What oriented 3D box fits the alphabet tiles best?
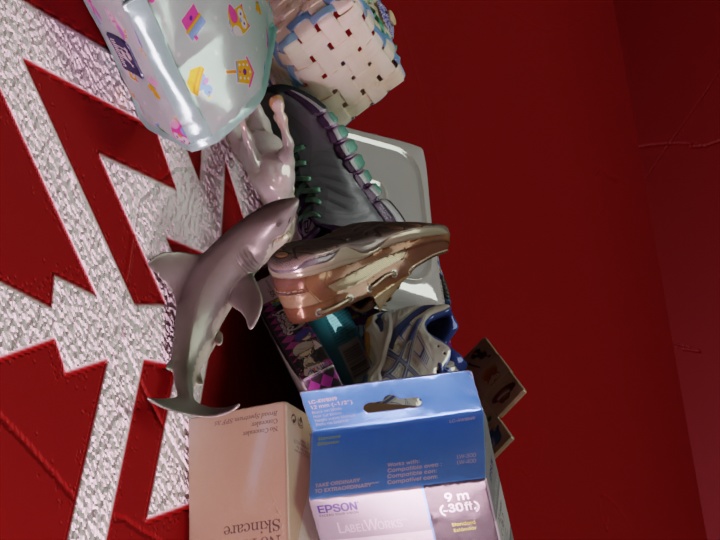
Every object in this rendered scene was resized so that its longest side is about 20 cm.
[{"bbox_3d":[0.063,0.156,1.568,0.008,0.200,0.167,39,9,-30],"label":"alphabet tiles"}]

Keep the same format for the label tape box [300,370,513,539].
[{"bbox_3d":[0.038,0.185,1.355,0.066,0.143,0.200,-75,153,-61],"label":"label tape box"}]

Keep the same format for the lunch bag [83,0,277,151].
[{"bbox_3d":[-0.149,-0.206,1.381,0.200,0.122,0.171,-81,153,-56],"label":"lunch bag"}]

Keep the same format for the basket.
[{"bbox_3d":[-0.050,-0.242,1.662,0.200,0.139,0.176,48,-3,42],"label":"basket"}]

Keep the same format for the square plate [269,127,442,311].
[{"bbox_3d":[-0.004,-0.059,1.657,0.198,0.028,0.200,13,57,-33],"label":"square plate"}]

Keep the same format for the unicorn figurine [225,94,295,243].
[{"bbox_3d":[-0.090,-0.098,1.508,0.200,0.074,0.138,-94,175,-56],"label":"unicorn figurine"}]

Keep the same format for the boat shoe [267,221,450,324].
[{"bbox_3d":[0.000,0.000,1.510,0.200,0.076,0.072,-15,104,-39],"label":"boat shoe"}]

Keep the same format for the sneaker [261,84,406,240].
[{"bbox_3d":[-0.039,-0.077,1.572,0.200,0.074,0.088,51,50,-3],"label":"sneaker"}]

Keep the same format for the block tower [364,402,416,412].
[{"bbox_3d":[0.016,0.210,1.439,0.054,0.058,0.200,-65,156,-61],"label":"block tower"}]

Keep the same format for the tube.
[{"bbox_3d":[-0.041,0.028,1.643,0.200,0.050,0.077,67,22,-6],"label":"tube"}]

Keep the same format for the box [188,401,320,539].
[{"bbox_3d":[-0.080,0.215,1.370,0.078,0.095,0.200,41,40,-58],"label":"box"}]

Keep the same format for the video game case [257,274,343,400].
[{"bbox_3d":[-0.028,0.123,1.527,0.200,0.036,0.181,66,-6,-30],"label":"video game case"}]

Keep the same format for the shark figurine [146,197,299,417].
[{"bbox_3d":[-0.137,0.030,1.382,0.089,0.128,0.215,36,59,-26],"label":"shark figurine"}]

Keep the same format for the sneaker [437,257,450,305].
[{"bbox_3d":[0.042,-0.035,1.889,0.077,0.076,0.200,-127,-156,-84],"label":"sneaker"}]

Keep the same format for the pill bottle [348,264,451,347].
[{"bbox_3d":[0.031,0.045,1.730,0.112,0.112,0.200,13,67,-68],"label":"pill bottle"}]

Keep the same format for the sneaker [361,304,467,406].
[{"bbox_3d":[0.052,0.102,1.556,0.200,0.088,0.075,-92,159,-45],"label":"sneaker"}]
